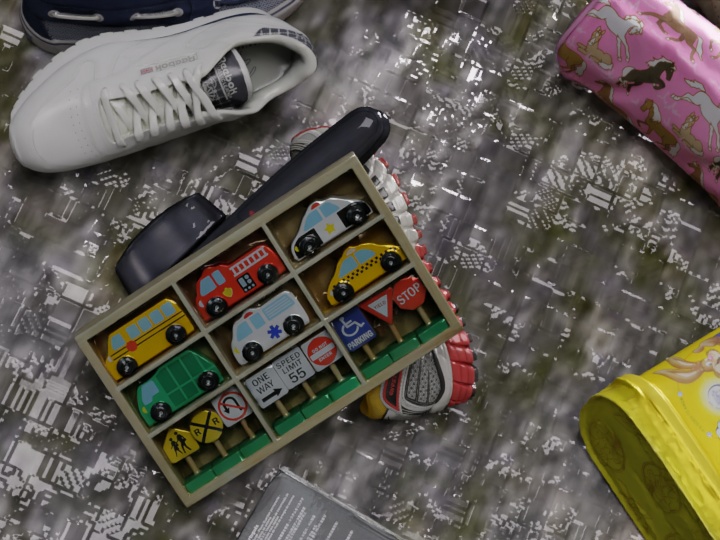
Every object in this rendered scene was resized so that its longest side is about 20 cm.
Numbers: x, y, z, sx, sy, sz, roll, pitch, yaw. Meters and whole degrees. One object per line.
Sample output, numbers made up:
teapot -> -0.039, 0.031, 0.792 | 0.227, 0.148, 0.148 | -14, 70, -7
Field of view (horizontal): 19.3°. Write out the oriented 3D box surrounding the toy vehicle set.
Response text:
toy vehicle set -> -0.054, 0.035, 1.264 | 0.200, 0.027, 0.125 | -33, 100, 3

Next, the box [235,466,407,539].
box -> -0.067, 0.232, 1.172 | 0.086, 0.164, 0.200 | 30, 67, 2

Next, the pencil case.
pencil case -> 0.224, -0.108, 1.401 | 0.200, 0.087, 0.083 | 41, 70, 7

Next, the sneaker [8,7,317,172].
sneaker -> -0.125, -0.113, 1.333 | 0.199, 0.080, 0.077 | -25, 117, -16

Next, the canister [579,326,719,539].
canister -> 0.259, 0.097, 1.327 | 0.200, 0.087, 0.149 | -29, 76, -21

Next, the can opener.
can opener -> -0.062, -0.032, 1.295 | 0.200, 0.063, 0.079 | -37, 95, 14

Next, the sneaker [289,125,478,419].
sneaker -> 0.000, 0.000, 1.324 | 0.082, 0.078, 0.201 | -20, 73, -15

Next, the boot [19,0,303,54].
boot -> -0.120, -0.192, 1.371 | 0.199, 0.090, 0.073 | -15, 72, -15

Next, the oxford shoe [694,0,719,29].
oxford shoe -> 0.267, -0.185, 1.458 | 0.070, 0.075, 0.201 | -9, 86, -38
